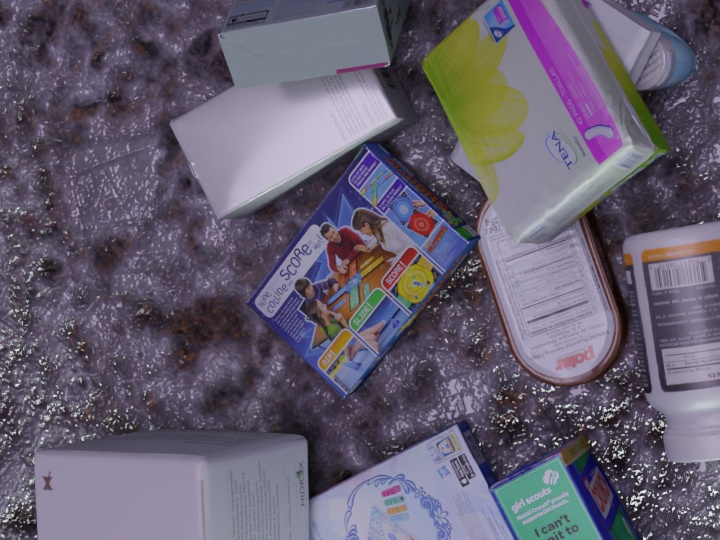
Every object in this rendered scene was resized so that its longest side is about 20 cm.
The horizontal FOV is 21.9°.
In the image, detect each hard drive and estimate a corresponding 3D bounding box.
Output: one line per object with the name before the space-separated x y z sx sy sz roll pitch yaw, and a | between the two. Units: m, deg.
hard drive | 0.168 -0.152 1.632 0.132 0.026 0.201 41 117 33

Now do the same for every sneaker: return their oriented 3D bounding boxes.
sneaker | 0.212 -0.207 1.663 0.200 0.082 0.074 35 114 35

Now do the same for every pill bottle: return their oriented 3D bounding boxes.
pill bottle | 0.298 0.060 1.616 0.116 0.116 0.201 -9 90 17

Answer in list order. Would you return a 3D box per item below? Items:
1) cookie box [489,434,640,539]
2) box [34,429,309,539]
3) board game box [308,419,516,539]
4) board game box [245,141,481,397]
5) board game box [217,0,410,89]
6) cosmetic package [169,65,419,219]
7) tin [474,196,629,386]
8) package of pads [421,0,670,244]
cookie box | 0.202 0.253 1.622 0.075 0.171 0.201 -30 84 13
box | -0.170 0.254 1.710 0.198 0.171 0.201 -1 91 32
board game box | 0.055 0.272 1.731 0.199 0.043 0.201 -28 84 16
board game box | 0.000 0.000 1.726 0.135 0.034 0.200 44 113 12
board game box | -0.031 -0.249 1.662 0.147 0.200 0.064 -6 127 17
cosmetic package | -0.062 -0.138 1.732 0.199 0.085 0.108 -27 85 16
tin | 0.172 0.009 1.693 0.112 0.042 0.201 -21 86 20
package of pads | 0.151 -0.141 1.585 0.154 0.068 0.200 -41 65 34
